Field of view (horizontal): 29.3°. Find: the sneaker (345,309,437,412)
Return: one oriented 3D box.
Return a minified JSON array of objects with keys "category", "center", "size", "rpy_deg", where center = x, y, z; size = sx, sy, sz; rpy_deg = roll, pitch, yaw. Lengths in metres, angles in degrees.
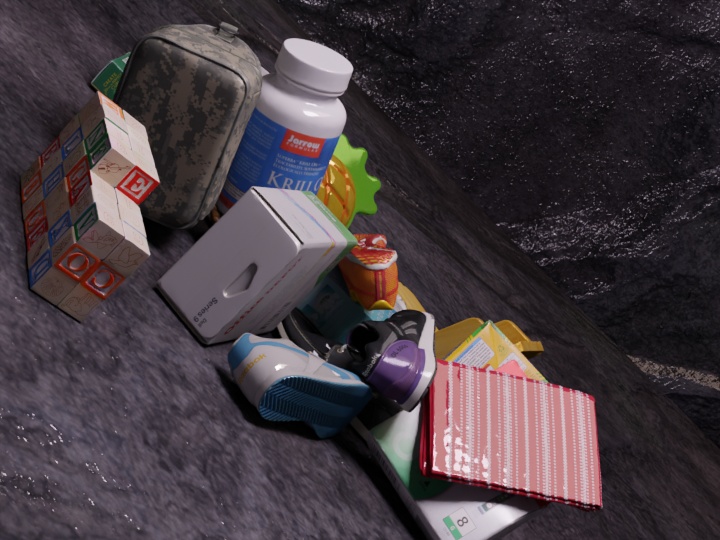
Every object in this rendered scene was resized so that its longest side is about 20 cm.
[{"category":"sneaker","center":[0.029,0.073,1.472],"size":[0.087,0.076,0.200],"rpy_deg":[30,12,-10]}]

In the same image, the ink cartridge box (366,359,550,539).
[{"category":"ink cartridge box","center":[0.130,0.193,1.449],"size":[0.161,0.199,0.050],"rpy_deg":[55,-17,20]}]

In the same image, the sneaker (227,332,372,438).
[{"category":"sneaker","center":[-0.056,0.111,1.375],"size":[0.081,0.077,0.200],"rpy_deg":[47,8,30]}]

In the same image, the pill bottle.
[{"category":"pill bottle","center":[-0.082,-0.148,1.528],"size":[0.111,0.201,0.112],"rpy_deg":[18,26,-9]}]

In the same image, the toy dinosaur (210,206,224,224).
[{"category":"toy dinosaur","center":[-0.153,-0.055,1.658],"size":[0.107,0.060,0.200],"rpy_deg":[58,-2,-14]}]

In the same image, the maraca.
[{"category":"maraca","center":[-0.055,-0.102,1.779],"size":[0.199,0.107,0.138],"rpy_deg":[-26,97,-37]}]

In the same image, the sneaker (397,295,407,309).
[{"category":"sneaker","center":[-0.017,0.031,1.776],"size":[0.090,0.078,0.200],"rpy_deg":[18,24,-51]}]

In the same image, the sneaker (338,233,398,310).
[{"category":"sneaker","center":[0.000,0.000,1.571],"size":[0.072,0.078,0.200],"rpy_deg":[-1,13,-5]}]

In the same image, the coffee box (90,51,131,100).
[{"category":"coffee box","center":[-0.245,-0.188,1.747],"size":[0.200,0.044,0.123],"rpy_deg":[45,13,-10]}]

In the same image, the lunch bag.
[{"category":"lunch bag","center":[-0.188,-0.159,1.472],"size":[0.139,0.201,0.168],"rpy_deg":[24,19,2]}]

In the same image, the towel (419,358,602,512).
[{"category":"towel","center":[0.157,0.172,1.445],"size":[0.199,0.023,0.145],"rpy_deg":[14,52,-14]}]

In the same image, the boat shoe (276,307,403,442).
[{"category":"boat shoe","center":[-0.014,0.110,1.533],"size":[0.200,0.068,0.072],"rpy_deg":[47,14,8]}]

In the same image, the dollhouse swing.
[{"category":"dollhouse swing","center":[0.134,0.066,1.956],"size":[0.200,0.181,0.177],"rpy_deg":[11,58,-68]}]

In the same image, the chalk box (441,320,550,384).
[{"category":"chalk box","center":[0.121,0.161,1.605],"size":[0.124,0.124,0.200],"rpy_deg":[47,-21,3]}]

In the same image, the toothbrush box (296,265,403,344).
[{"category":"toothbrush box","center":[-0.036,0.037,1.642],"size":[0.200,0.085,0.146],"rpy_deg":[44,14,-6]}]

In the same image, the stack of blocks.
[{"category":"stack of blocks","center":[-0.237,-0.060,1.213],"size":[0.058,0.115,0.200],"rpy_deg":[38,16,-32]}]

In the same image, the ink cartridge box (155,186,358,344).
[{"category":"ink cartridge box","center":[-0.102,-0.007,1.420],"size":[0.088,0.145,0.200],"rpy_deg":[47,13,7]}]

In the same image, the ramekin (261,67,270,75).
[{"category":"ramekin","center":[-0.133,-0.187,1.878],"size":[0.200,0.105,0.200],"rpy_deg":[44,-6,6]}]
